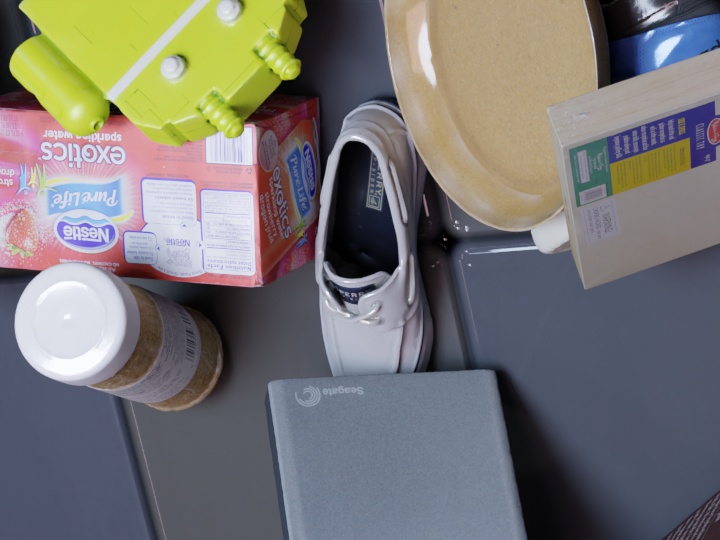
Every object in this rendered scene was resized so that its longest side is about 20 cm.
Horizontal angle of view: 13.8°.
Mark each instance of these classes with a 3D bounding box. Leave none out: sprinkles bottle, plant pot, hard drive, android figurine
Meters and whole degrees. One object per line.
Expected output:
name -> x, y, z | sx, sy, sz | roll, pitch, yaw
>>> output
sprinkles bottle -> -0.139, 0.042, 1.752 | 0.068, 0.200, 0.069 | -2, 81, 14
plant pot -> 0.079, -0.123, 1.637 | 0.200, 0.027, 0.201 | 29, 126, 50
hard drive -> 0.025, 0.152, 1.710 | 0.139, 0.201, 0.033 | -2, 147, -12
android figurine -> -0.114, -0.153, 1.698 | 0.182, 0.041, 0.200 | -44, 62, 1

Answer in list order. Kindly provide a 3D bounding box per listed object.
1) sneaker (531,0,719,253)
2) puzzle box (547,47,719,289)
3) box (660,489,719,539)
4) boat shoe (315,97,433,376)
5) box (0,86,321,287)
sneaker -> 0.143, -0.096, 1.642 | 0.200, 0.077, 0.112 | -45, 67, 50
puzzle box -> 0.170, -0.057, 1.561 | 0.132, 0.200, 0.026 | -18, 67, 0
box -> 0.237, 0.217, 1.669 | 0.164, 0.166, 0.200 | 45, 122, -2
boat shoe -> 0.000, 0.000, 1.749 | 0.073, 0.065, 0.201 | 6, 114, 22
box -> -0.129, -0.053, 1.764 | 0.199, 0.095, 0.100 | 4, 104, 23
